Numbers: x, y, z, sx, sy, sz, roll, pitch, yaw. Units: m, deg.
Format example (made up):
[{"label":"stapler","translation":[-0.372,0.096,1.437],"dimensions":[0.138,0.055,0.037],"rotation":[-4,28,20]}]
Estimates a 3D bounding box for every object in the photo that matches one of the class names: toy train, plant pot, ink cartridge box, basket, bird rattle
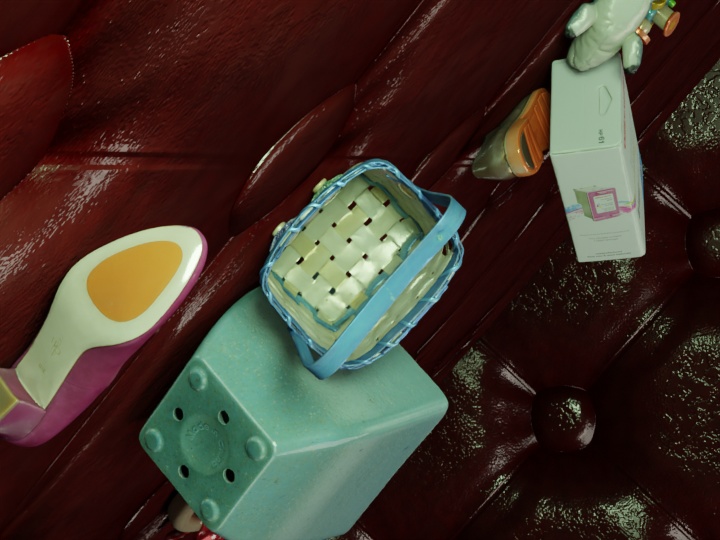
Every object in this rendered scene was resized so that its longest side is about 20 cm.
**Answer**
[{"label":"toy train","translation":[0.364,-0.328,1.962],"dimensions":[0.151,0.056,0.200],"rotation":[-53,169,28]},{"label":"plant pot","translation":[-0.082,0.134,1.475],"dimensions":[0.199,0.196,0.197],"rotation":[-13,146,-55]},{"label":"ink cartridge box","translation":[0.273,-0.129,1.868],"dimensions":[0.201,0.084,0.145],"rotation":[68,22,-50]},{"label":"basket","translation":[0.000,0.000,1.350],"dimensions":[0.177,0.139,0.200],"rotation":[-47,-159,-2]},{"label":"bird rattle","translation":[-0.169,0.268,1.955],"dimensions":[0.199,0.113,0.163],"rotation":[-31,158,18]}]

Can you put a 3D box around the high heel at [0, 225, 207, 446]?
[{"label":"high heel","translation":[-0.164,0.045,1.056],"dimensions":[0.200,0.067,0.096],"rotation":[-44,161,9]}]

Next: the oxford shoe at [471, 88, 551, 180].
[{"label":"oxford shoe","translation":[0.178,-0.156,1.859],"dimensions":[0.072,0.072,0.200],"rotation":[-16,-166,27]}]

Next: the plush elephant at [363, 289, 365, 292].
[{"label":"plush elephant","translation":[-0.016,0.141,1.798],"dimensions":[0.199,0.155,0.165],"rotation":[-35,149,-29]}]

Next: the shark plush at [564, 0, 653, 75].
[{"label":"shark plush","translation":[0.279,-0.308,1.761],"dimensions":[0.083,0.090,0.202],"rotation":[-90,-162,-76]}]
